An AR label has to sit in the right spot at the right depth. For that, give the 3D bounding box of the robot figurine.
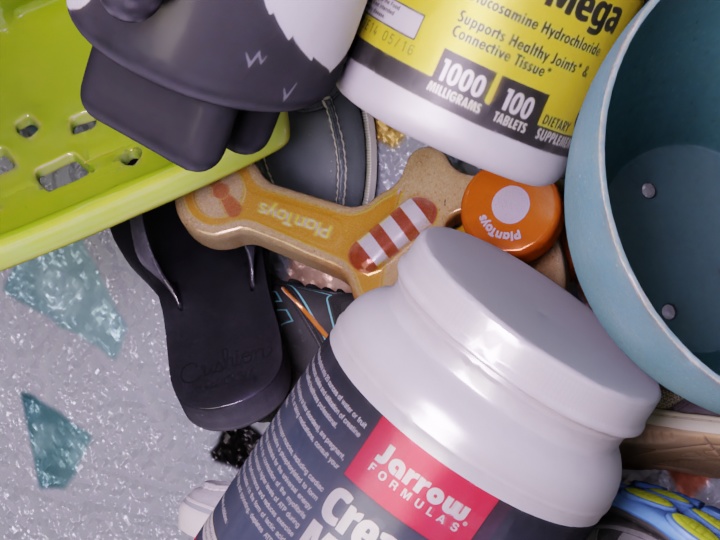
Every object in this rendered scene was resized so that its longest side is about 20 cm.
[{"bbox_3d":[-0.047,-0.144,0.987,0.124,0.151,0.201,14,113,-17],"label":"robot figurine"}]

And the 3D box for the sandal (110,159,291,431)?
[{"bbox_3d":[-0.078,-0.008,1.180,0.201,0.076,0.043,-117,4,-45],"label":"sandal"}]

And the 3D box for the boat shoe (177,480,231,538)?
[{"bbox_3d":[-0.003,0.113,1.206,0.199,0.072,0.069,2,87,34],"label":"boat shoe"}]

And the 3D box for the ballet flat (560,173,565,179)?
[{"bbox_3d":[0.047,-0.117,1.123,0.200,0.057,0.067,41,121,18],"label":"ballet flat"}]

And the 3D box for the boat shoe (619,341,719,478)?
[{"bbox_3d":[0.154,0.058,1.092,0.199,0.072,0.065,3,70,29],"label":"boat shoe"}]

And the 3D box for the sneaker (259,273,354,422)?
[{"bbox_3d":[-0.028,0.042,1.202,0.200,0.079,0.076,39,156,42],"label":"sneaker"}]

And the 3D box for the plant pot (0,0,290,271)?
[{"bbox_3d":[-0.169,-0.138,1.123,0.182,0.198,0.201,48,157,55],"label":"plant pot"}]

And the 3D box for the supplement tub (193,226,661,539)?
[{"bbox_3d":[0.023,0.098,1.025,0.140,0.140,0.201,39,105,19],"label":"supplement tub"}]

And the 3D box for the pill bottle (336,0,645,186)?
[{"bbox_3d":[0.075,-0.148,1.025,0.112,0.112,0.201,28,101,24],"label":"pill bottle"}]

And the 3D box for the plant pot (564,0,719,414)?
[{"bbox_3d":[0.166,-0.024,1.011,0.201,0.199,0.135,64,159,3],"label":"plant pot"}]

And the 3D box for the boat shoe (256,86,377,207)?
[{"bbox_3d":[-0.045,-0.105,1.181,0.072,0.062,0.202,-8,98,31],"label":"boat shoe"}]

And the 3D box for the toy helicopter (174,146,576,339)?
[{"bbox_3d":[0.000,0.000,1.122,0.199,0.079,0.133,19,80,17],"label":"toy helicopter"}]

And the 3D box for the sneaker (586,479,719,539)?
[{"bbox_3d":[0.107,0.135,1.088,0.199,0.071,0.083,12,92,36],"label":"sneaker"}]
